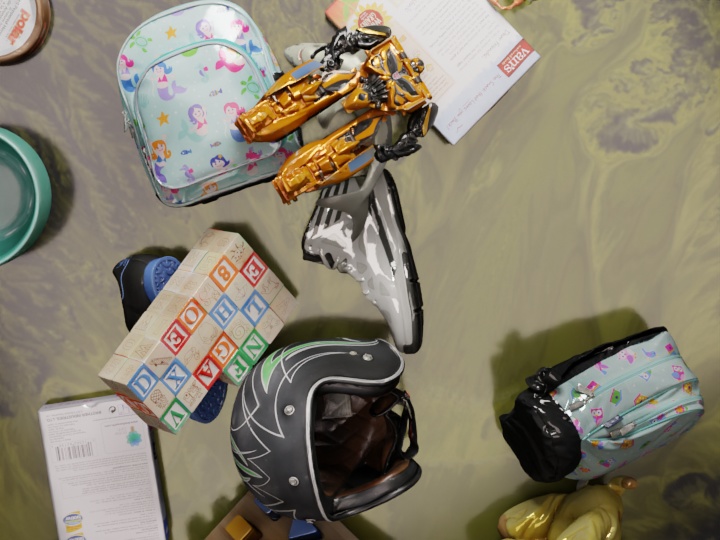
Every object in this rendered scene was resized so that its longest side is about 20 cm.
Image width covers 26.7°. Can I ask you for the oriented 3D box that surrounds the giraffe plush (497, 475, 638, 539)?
[{"bbox_3d":[0.249,0.326,1.651,0.200,0.172,0.163,-41,108,-32],"label":"giraffe plush"}]

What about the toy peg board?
[{"bbox_3d":[-0.092,0.337,1.604,0.200,0.098,0.199,41,82,16],"label":"toy peg board"}]

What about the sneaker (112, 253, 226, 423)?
[{"bbox_3d":[-0.208,0.072,1.645,0.077,0.070,0.201,4,118,41],"label":"sneaker"}]

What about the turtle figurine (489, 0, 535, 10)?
[{"bbox_3d":[0.190,-0.378,1.602,0.160,0.064,0.202,-7,73,-11],"label":"turtle figurine"}]

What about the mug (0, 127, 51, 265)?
[{"bbox_3d":[-0.418,-0.085,1.597,0.184,0.114,0.153,25,95,-3],"label":"mug"}]

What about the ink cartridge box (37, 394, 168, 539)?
[{"bbox_3d":[-0.279,0.240,1.668,0.118,0.042,0.202,-8,93,-1],"label":"ink cartridge box"}]

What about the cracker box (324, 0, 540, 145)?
[{"bbox_3d":[0.076,-0.251,1.623,0.134,0.058,0.200,-44,94,4],"label":"cracker box"}]

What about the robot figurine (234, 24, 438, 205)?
[{"bbox_3d":[-0.016,-0.158,1.509,0.199,0.058,0.146,-33,92,-12],"label":"robot figurine"}]

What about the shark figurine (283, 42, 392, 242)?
[{"bbox_3d":[0.007,-0.151,1.593,0.127,0.089,0.216,-18,74,12],"label":"shark figurine"}]

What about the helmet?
[{"bbox_3d":[-0.044,0.166,1.580,0.189,0.200,0.202,-17,96,-17],"label":"helmet"}]

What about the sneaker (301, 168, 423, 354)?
[{"bbox_3d":[0.000,0.000,1.646,0.114,0.076,0.202,-13,88,9],"label":"sneaker"}]

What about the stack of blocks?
[{"bbox_3d":[-0.167,0.071,1.585,0.201,0.058,0.115,-54,127,-21],"label":"stack of blocks"}]

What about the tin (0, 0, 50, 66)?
[{"bbox_3d":[-0.427,-0.299,1.617,0.199,0.042,0.112,32,98,-4],"label":"tin"}]

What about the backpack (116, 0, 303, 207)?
[{"bbox_3d":[-0.163,-0.179,1.584,0.176,0.151,0.202,-18,91,2],"label":"backpack"}]

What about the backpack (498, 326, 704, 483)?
[{"bbox_3d":[0.262,0.146,1.615,0.199,0.167,0.127,-23,78,-14],"label":"backpack"}]
